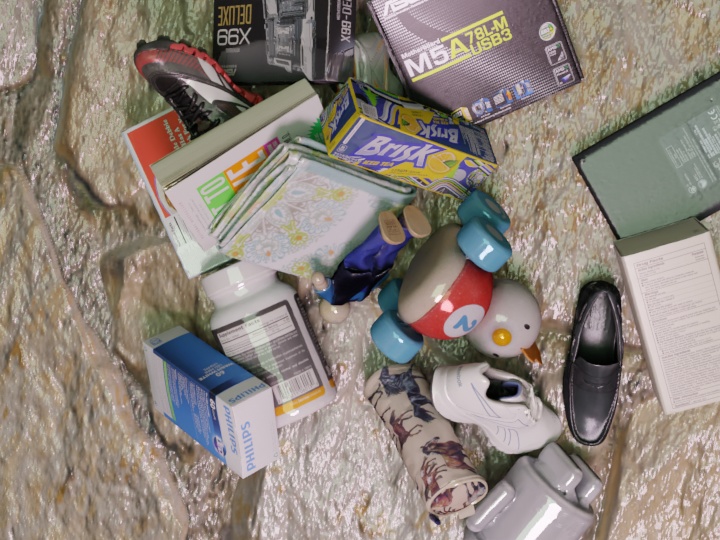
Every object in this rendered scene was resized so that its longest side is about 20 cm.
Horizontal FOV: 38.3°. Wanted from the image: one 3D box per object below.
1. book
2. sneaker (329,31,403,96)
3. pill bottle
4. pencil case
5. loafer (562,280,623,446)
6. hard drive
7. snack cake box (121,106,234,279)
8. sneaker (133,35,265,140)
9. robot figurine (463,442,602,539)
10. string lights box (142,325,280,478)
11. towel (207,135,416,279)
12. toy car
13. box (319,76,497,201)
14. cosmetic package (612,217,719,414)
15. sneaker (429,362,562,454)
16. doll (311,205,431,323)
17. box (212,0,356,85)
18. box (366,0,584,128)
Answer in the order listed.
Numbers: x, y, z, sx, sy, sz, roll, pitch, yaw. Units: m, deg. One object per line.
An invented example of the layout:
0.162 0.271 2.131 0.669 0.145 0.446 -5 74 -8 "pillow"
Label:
-0.123 -0.118 1.192 0.199 0.134 0.048 -32 54 -5 "book"
0.019 -0.189 1.244 0.076 0.092 0.201 23 126 48 "sneaker"
-0.115 0.085 1.271 0.116 0.116 0.201 -23 91 11 "pill bottle"
0.074 0.197 1.220 0.077 0.090 0.200 -19 49 -14 "pencil case"
0.277 0.113 1.233 0.068 0.070 0.202 5 97 9 "loafer"
0.368 -0.122 1.214 0.199 0.033 0.140 -30 91 10 "hard drive"
-0.197 -0.105 1.288 0.114 0.067 0.201 -24 92 11 "snack cake box"
-0.178 -0.188 1.194 0.071 0.099 0.200 -24 136 38 "sneaker"
0.200 0.305 1.243 0.169 0.113 0.201 30 102 -30 "robot figurine"
-0.182 0.154 1.246 0.199 0.059 0.103 26 130 44 "string lights box"
-0.054 -0.066 1.203 0.171 0.199 0.048 -44 48 30 "towel"
0.146 0.049 1.208 0.200 0.177 0.184 38 111 -9 "toy car"
0.055 -0.146 1.176 0.199 0.065 0.070 15 134 -32 "box"
0.369 0.053 1.194 0.103 0.073 0.201 -16 103 9 "cosmetic package"
0.173 0.161 1.209 0.087 0.199 0.075 -22 53 44 "sneaker"
0.000 0.000 1.233 0.049 0.136 0.200 60 140 19 "doll"
-0.092 -0.298 1.212 0.199 0.050 0.159 9 99 41 "box"
0.133 -0.269 1.193 0.199 0.048 0.194 -22 120 10 "box"
